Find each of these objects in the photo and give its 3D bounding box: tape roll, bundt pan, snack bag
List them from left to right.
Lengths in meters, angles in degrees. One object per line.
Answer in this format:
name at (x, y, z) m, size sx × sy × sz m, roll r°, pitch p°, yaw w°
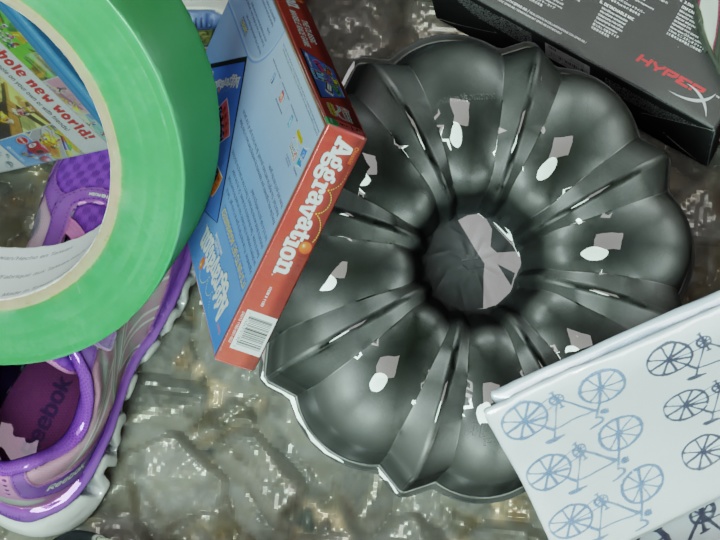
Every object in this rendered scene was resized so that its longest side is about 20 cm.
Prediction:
tape roll at (-0.156, -0.060, 0.866) m, size 0.199 × 0.048 × 0.202 m, roll 8°, pitch 120°, yaw 13°
bundt pan at (0.047, -0.004, 0.900) m, size 0.200 × 0.076 × 0.204 m, roll 0°, pitch 85°, yaw -3°
snack bag at (0.162, 0.082, 0.888) m, size 0.187 × 0.201 × 0.021 m, roll -23°, pitch 40°, yaw 3°

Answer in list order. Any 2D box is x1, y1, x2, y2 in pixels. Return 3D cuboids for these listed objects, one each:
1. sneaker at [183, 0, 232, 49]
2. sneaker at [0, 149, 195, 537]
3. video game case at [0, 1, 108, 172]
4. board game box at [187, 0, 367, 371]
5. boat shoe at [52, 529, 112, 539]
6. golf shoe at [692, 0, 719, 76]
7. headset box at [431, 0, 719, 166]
sneaker at (-0.126, -0.143, 1.009) m, size 0.198 × 0.075 × 0.089 m, roll 2°, pitch 77°, yaw 5°
sneaker at (-0.128, 0.018, 0.974) m, size 0.080 × 0.088 × 0.202 m, roll 15°, pitch 81°, yaw 10°
video game case at (-0.219, -0.081, 0.952) m, size 0.198 × 0.143 × 0.018 m, roll -11°, pitch 55°, yaw 21°
board game box at (-0.043, -0.052, 0.886) m, size 0.019 × 0.200 × 0.103 m, roll 20°, pitch 111°, yaw -20°
boat shoe at (-0.064, 0.186, 0.945) m, size 0.200 × 0.060 × 0.076 m, roll 44°, pitch 117°, yaw -8°
golf shoe at (0.167, -0.143, 0.892) m, size 0.077 × 0.088 × 0.202 m, roll -20°, pitch 81°, yaw 0°
headset box at (0.142, -0.174, 0.981) m, size 0.148 × 0.077 × 0.201 m, roll 29°, pitch 84°, yaw 10°
